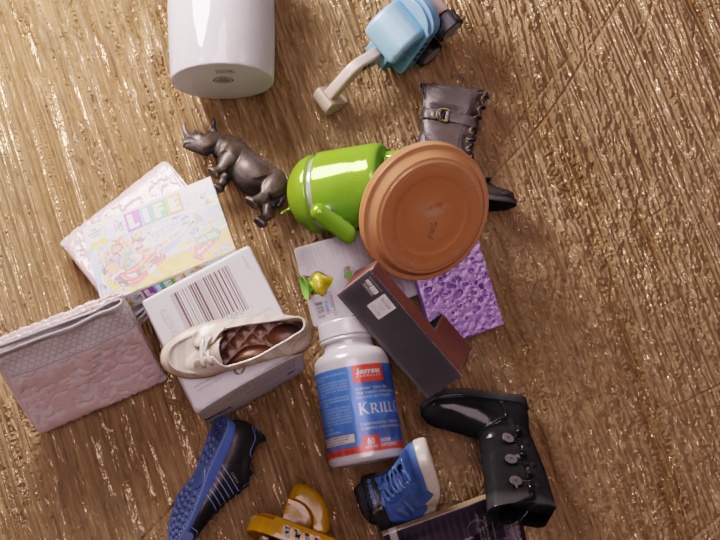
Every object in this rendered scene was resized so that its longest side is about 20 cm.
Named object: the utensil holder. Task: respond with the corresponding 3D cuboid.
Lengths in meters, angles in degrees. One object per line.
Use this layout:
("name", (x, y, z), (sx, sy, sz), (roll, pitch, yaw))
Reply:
("utensil holder", (-0.208, -0.377, 1.544), (0.167, 0.170, 0.204), (-2, 82, -3))

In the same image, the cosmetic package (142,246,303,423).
("cosmetic package", (-0.184, 0.095, 1.431), (0.163, 0.200, 0.167), (-28, 80, -8))

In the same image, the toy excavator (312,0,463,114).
("toy excavator", (0.030, -0.337, 1.572), (0.199, 0.195, 0.100), (-33, 81, -37))

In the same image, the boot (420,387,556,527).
("boot", (0.173, 0.261, 1.435), (0.162, 0.066, 0.202), (-1, 45, -4))

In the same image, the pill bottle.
("pill bottle", (-0.007, 0.172, 1.470), (0.110, 0.112, 0.203), (-9, 79, -5))

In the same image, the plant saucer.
("plant saucer", (0.094, -0.080, 1.453), (0.197, 0.032, 0.204), (-9, 115, -19))

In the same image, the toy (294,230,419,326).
("toy", (0.000, 0.000, 1.531), (0.197, 0.047, 0.117), (-16, 93, -24))

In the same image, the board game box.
("board game box", (-0.280, -0.036, 1.449), (0.197, 0.034, 0.136), (-23, 59, -4))

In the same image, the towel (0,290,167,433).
("towel", (-0.388, 0.131, 1.430), (0.197, 0.193, 0.032), (-22, 47, -7))

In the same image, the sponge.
("sponge", (0.133, 0.003, 1.532), (0.110, 0.030, 0.203), (-17, 93, -7))

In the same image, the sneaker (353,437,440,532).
("sneaker", (0.047, 0.297, 1.409), (0.109, 0.201, 0.078), (-12, 60, -5))

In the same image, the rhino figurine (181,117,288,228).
("rhino figurine", (-0.192, -0.159, 1.551), (0.199, 0.060, 0.088), (39, 60, 5))

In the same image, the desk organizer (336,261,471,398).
("desk organizer", (0.065, 0.073, 1.467), (0.071, 0.077, 0.200), (-36, 100, 32))

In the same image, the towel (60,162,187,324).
("towel", (-0.311, -0.039, 1.505), (0.199, 0.032, 0.191), (-39, 66, -11))

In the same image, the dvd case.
("dvd case", (0.139, 0.399, 1.450), (0.197, 0.016, 0.151), (-18, 108, -8))

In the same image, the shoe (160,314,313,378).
("shoe", (-0.157, 0.089, 1.303), (0.197, 0.053, 0.071), (-12, 78, -5))

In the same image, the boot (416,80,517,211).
("boot", (0.164, -0.195, 1.575), (0.197, 0.069, 0.177), (18, 79, 3))

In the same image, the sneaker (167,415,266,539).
("sneaker", (-0.201, 0.307, 1.457), (0.077, 0.070, 0.202), (24, 94, -30))

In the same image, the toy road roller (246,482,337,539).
("toy road roller", (-0.062, 0.385, 1.424), (0.197, 0.123, 0.148), (20, 67, 2))

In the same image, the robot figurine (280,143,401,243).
("robot figurine", (-0.019, -0.119, 1.501), (0.197, 0.117, 0.177), (-7, 34, 19))
